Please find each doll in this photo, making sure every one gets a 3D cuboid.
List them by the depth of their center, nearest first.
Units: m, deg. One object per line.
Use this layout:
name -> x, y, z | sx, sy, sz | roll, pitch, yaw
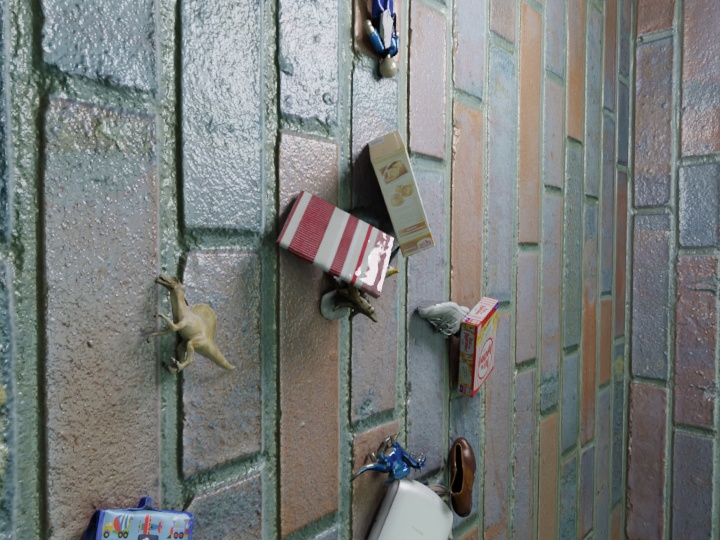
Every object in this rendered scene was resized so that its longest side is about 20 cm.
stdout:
doll -> 0.048, -0.503, 1.108 | 0.135, 0.047, 0.208 | -28, 118, -54

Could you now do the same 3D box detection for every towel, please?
towel -> -0.039, -0.047, 0.944 | 0.195, 0.023, 0.147 | 27, 46, -8

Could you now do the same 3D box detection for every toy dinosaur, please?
toy dinosaur -> -0.244, 0.103, 0.796 | 0.102, 0.057, 0.204 | -49, 125, -36

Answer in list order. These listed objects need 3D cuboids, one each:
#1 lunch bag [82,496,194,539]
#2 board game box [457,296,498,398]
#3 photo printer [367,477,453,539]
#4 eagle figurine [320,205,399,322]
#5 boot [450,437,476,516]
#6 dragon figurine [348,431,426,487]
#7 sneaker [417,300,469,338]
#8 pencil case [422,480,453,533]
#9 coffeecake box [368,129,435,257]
lunch bag -> -0.309, 0.417, 0.730 | 0.149, 0.092, 0.208 | 26, 60, -44
board game box -> 0.299, 0.192, 1.374 | 0.150, 0.045, 0.207 | -34, 129, -49
photo printer -> 0.104, 0.561, 1.150 | 0.164, 0.069, 0.203 | 34, 63, -8
eagle figurine -> 0.007, 0.000, 1.048 | 0.204, 0.145, 0.155 | -86, -169, -47
boot -> 0.228, 0.455, 1.272 | 0.203, 0.066, 0.193 | 68, 31, -48
dragon figurine -> 0.066, 0.410, 1.126 | 0.198, 0.058, 0.102 | -23, 80, -52
sneaker -> 0.202, 0.119, 1.282 | 0.197, 0.073, 0.086 | 16, 78, -48
pencil case -> 0.174, 0.608, 1.269 | 0.078, 0.086, 0.209 | -37, 122, -72
coffeecake box -> 0.081, -0.156, 1.084 | 0.155, 0.071, 0.206 | -92, 163, -66
